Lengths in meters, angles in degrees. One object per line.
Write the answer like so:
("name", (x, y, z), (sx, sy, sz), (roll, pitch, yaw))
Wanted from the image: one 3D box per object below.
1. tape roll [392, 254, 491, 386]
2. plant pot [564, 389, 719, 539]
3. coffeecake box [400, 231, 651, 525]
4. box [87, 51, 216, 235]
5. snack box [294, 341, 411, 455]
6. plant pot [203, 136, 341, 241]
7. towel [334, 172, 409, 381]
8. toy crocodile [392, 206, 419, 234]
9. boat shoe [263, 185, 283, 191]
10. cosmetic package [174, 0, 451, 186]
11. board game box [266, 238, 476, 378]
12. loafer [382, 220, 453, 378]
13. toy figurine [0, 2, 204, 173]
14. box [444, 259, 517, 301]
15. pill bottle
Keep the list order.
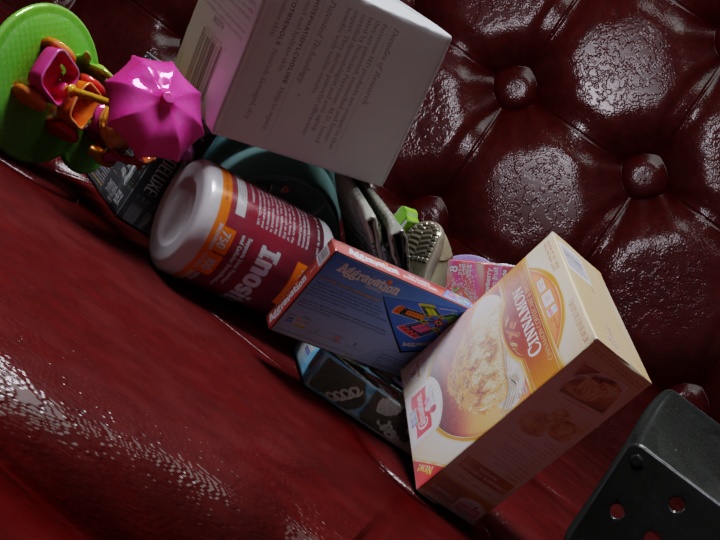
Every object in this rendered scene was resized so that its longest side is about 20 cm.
("tape roll", (0.133, 0.089, 1.247), (0.085, 0.201, 0.200), (32, 4, -38))
("plant pot", (0.323, 0.265, 0.990), (0.199, 0.202, 0.176), (37, 15, 27))
("coffeecake box", (0.131, 0.091, 0.824), (0.073, 0.200, 0.155), (35, 25, -24))
("box", (-0.240, -0.149, 1.088), (0.049, 0.159, 0.200), (31, 4, -36))
("snack box", (0.027, 0.133, 0.940), (0.199, 0.037, 0.116), (36, 4, -14))
("plant pot", (-0.104, -0.062, 1.114), (0.199, 0.201, 0.196), (34, 11, -17))
("towel", (0.013, 0.003, 0.997), (0.200, 0.034, 0.196), (-123, -158, -59))
("toy crocodile", (0.000, 0.000, 1.177), (0.062, 0.201, 0.067), (44, 19, 21))
("boat shoe", (-0.132, -0.108, 1.274), (0.090, 0.202, 0.071), (-19, 53, -32))
("cosmetic package", (-0.054, -0.213, 0.955), (0.197, 0.168, 0.168), (13, 22, -33))
("board game box", (0.023, 0.044, 0.874), (0.198, 0.103, 0.020), (23, 33, -34))
("loafer", (0.060, 0.044, 1.123), (0.068, 0.203, 0.075), (33, -11, -40))
("toy figurine", (-0.224, -0.142, 0.906), (0.181, 0.152, 0.201), (18, -20, 25))
("box", (0.138, 0.094, 1.098), (0.094, 0.204, 0.100), (6, -2, 12))
("pill bottle", (-0.098, -0.019, 0.949), (0.198, 0.114, 0.113), (25, 8, -34))
